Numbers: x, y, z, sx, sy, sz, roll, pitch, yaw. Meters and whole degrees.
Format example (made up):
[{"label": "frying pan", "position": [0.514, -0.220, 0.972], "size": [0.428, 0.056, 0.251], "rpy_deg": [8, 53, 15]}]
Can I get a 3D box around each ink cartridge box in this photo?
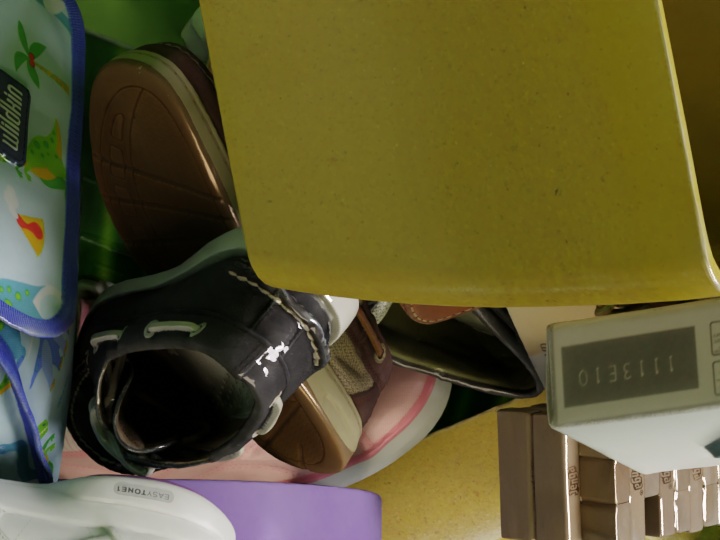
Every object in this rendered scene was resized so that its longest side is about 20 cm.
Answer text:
[{"label": "ink cartridge box", "position": [0.190, 0.043, 1.031], "size": [0.199, 0.044, 0.173], "rpy_deg": [-10, 160, 26]}]

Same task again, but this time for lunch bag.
[{"label": "lunch bag", "position": [-0.164, -0.031, 1.049], "size": [0.126, 0.171, 0.201], "rpy_deg": [-3, 144, 3]}]

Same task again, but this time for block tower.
[{"label": "block tower", "position": [0.141, 0.077, 1.205], "size": [0.054, 0.058, 0.199], "rpy_deg": [3, -173, 43]}]

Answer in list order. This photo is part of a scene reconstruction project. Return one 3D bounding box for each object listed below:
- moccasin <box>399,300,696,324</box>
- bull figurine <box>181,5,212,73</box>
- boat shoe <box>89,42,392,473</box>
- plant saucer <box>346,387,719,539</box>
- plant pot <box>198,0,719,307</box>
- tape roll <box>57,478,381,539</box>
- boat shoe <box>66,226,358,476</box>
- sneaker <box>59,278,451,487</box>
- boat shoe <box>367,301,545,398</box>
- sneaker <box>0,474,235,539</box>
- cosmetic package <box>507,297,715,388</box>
[{"label": "moccasin", "position": [0.109, -0.014, 1.062], "size": [0.200, 0.078, 0.074], "rpy_deg": [-13, 155, 6]}, {"label": "bull figurine", "position": [0.033, -0.076, 1.088], "size": [0.199, 0.066, 0.122], "rpy_deg": [-6, 149, 15]}, {"label": "boat shoe", "position": [-0.037, -0.015, 1.079], "size": [0.072, 0.072, 0.201], "rpy_deg": [10, 138, 42]}, {"label": "plant saucer", "position": [0.071, 0.126, 1.318], "size": [0.199, 0.049, 0.200], "rpy_deg": [-25, 151, 26]}, {"label": "plant pot", "position": [0.058, -0.081, 0.942], "size": [0.175, 0.202, 0.200], "rpy_deg": [-13, 177, 31]}, {"label": "tape roll", "position": [-0.090, 0.135, 1.186], "size": [0.198, 0.086, 0.200], "rpy_deg": [-1, 171, 0]}, {"label": "boat shoe", "position": [-0.069, 0.043, 1.056], "size": [0.074, 0.060, 0.200], "rpy_deg": [44, 148, -13]}, {"label": "sneaker", "position": [-0.067, 0.048, 1.230], "size": [0.199, 0.076, 0.105], "rpy_deg": [-10, 146, 18]}, {"label": "boat shoe", "position": [0.000, 0.001, 1.180], "size": [0.200, 0.066, 0.072], "rpy_deg": [19, 135, -26]}, {"label": "sneaker", "position": [-0.145, 0.120, 1.034], "size": [0.198, 0.100, 0.075], "rpy_deg": [2, 149, -2]}, {"label": "cosmetic package", "position": [0.161, -0.002, 1.137], "size": [0.199, 0.071, 0.105], "rpy_deg": [0, 148, 22]}]
